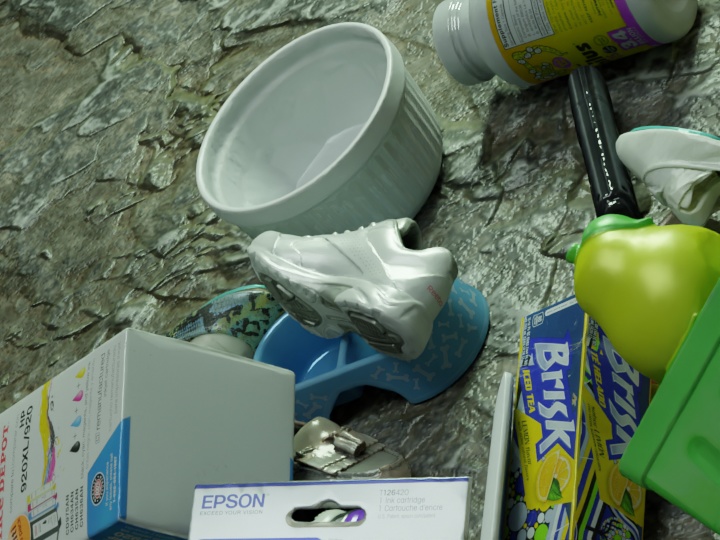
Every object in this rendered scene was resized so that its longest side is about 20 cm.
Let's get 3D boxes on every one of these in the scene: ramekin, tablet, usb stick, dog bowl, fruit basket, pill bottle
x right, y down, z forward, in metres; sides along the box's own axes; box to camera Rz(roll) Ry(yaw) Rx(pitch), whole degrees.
[{"bbox_3d":[-0.026,-0.094,1.922,0.200,0.105,0.200,-28,37,23],"label":"ramekin"},{"bbox_3d":[0.085,0.179,1.515,0.014,0.130,0.200,4,48,5],"label":"tablet"},{"bbox_3d":[0.179,-0.085,1.730,0.033,0.056,0.200,-12,33,6],"label":"usb stick"},{"bbox_3d":[0.001,0.056,1.784,0.200,0.050,0.112,-22,40,30],"label":"dog bowl"},{"bbox_3d":[0.226,0.040,1.416,0.215,0.155,0.216,3,93,53],"label":"fruit basket"},{"bbox_3d":[0.158,-0.207,1.854,0.200,0.104,0.104,-15,44,36],"label":"pill bottle"}]

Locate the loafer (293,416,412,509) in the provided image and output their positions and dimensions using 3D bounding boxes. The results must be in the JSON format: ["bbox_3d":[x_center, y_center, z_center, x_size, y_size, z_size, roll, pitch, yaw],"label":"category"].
[{"bbox_3d":[-0.044,0.134,1.716,0.072,0.063,0.200,-19,12,-41],"label":"loafer"}]

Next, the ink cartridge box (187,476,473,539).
[{"bbox_3d":[-0.025,0.233,1.519,0.197,0.047,0.200,-3,54,16],"label":"ink cartridge box"}]

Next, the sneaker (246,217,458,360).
[{"bbox_3d":[0.000,0.000,1.749,0.200,0.078,0.099,21,63,43],"label":"sneaker"}]

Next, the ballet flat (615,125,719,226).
[{"bbox_3d":[0.255,-0.057,1.612,0.200,0.069,0.070,10,60,34],"label":"ballet flat"}]

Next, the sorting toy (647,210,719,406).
[{"bbox_3d":[0.218,0.049,1.584,0.185,0.036,0.200,-48,35,-6],"label":"sorting toy"}]

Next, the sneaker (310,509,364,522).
[{"bbox_3d":[-0.008,0.243,1.581,0.099,0.070,0.201,-9,48,36],"label":"sneaker"}]

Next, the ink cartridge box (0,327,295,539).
[{"bbox_3d":[-0.160,0.154,1.692,0.200,0.144,0.148,-32,51,48],"label":"ink cartridge box"}]

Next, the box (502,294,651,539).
[{"bbox_3d":[0.141,0.119,1.521,0.070,0.064,0.201,-26,49,46],"label":"box"}]

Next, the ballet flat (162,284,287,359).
[{"bbox_3d":[-0.132,0.078,1.877,0.200,0.074,0.074,-31,34,41],"label":"ballet flat"}]
